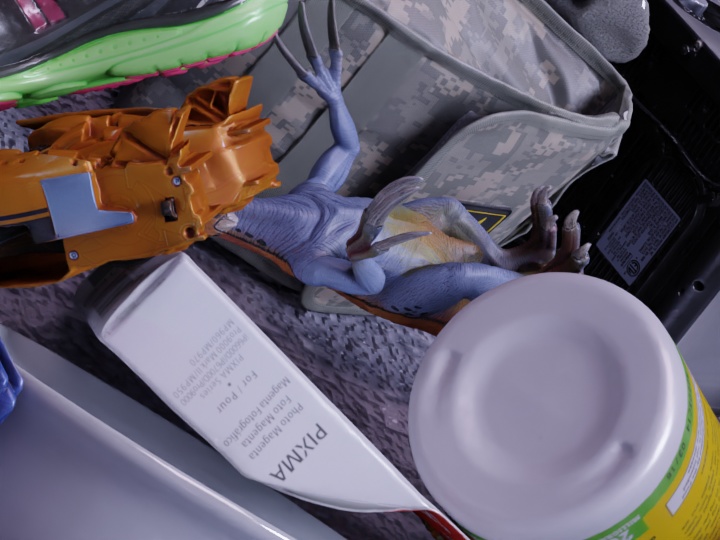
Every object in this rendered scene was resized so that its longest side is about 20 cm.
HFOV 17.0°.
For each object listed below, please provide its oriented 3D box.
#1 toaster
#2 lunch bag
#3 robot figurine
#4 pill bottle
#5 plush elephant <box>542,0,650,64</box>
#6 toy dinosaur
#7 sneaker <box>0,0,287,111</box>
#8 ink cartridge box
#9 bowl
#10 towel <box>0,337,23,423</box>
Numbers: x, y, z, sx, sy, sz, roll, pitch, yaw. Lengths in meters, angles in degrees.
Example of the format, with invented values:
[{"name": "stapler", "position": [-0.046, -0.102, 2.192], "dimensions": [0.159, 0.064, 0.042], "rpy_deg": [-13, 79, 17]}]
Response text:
[{"name": "toaster", "position": [0.151, -0.034, 1.219], "dimensions": [0.118, 0.201, 0.181], "rpy_deg": [11, 33, -44]}, {"name": "lunch bag", "position": [0.004, -0.072, 1.094], "dimensions": [0.199, 0.164, 0.118], "rpy_deg": [33, 40, -16]}, {"name": "robot figurine", "position": [-0.137, -0.027, 0.879], "dimensions": [0.145, 0.198, 0.059], "rpy_deg": [-43, 124, -71]}, {"name": "pill bottle", "position": [0.101, 0.092, 0.996], "dimensions": [0.111, 0.111, 0.200], "rpy_deg": [62, 6, 33]}, {"name": "plush elephant", "position": [0.112, -0.194, 1.112], "dimensions": [0.199, 0.165, 0.155], "rpy_deg": [-24, 45, -17]}, {"name": "toy dinosaur", "position": [0.000, 0.000, 0.981], "dimensions": [0.180, 0.201, 0.105], "rpy_deg": [-5, 30, -9]}, {"name": "sneaker", "position": [-0.130, -0.108, 0.941], "dimensions": [0.199, 0.077, 0.084], "rpy_deg": [-13, 92, -15]}, {"name": "ink cartridge box", "position": [-0.025, 0.072, 0.936], "dimensions": [0.200, 0.057, 0.163], "rpy_deg": [50, -6, -9]}, {"name": "bowl", "position": [-0.080, 0.100, 0.820], "dimensions": [0.200, 0.091, 0.201], "rpy_deg": [32, -2, 1]}, {"name": "towel", "position": [-0.187, 0.008, 0.801], "dimensions": [0.024, 0.145, 0.201], "rpy_deg": [11, 41, -47]}]
